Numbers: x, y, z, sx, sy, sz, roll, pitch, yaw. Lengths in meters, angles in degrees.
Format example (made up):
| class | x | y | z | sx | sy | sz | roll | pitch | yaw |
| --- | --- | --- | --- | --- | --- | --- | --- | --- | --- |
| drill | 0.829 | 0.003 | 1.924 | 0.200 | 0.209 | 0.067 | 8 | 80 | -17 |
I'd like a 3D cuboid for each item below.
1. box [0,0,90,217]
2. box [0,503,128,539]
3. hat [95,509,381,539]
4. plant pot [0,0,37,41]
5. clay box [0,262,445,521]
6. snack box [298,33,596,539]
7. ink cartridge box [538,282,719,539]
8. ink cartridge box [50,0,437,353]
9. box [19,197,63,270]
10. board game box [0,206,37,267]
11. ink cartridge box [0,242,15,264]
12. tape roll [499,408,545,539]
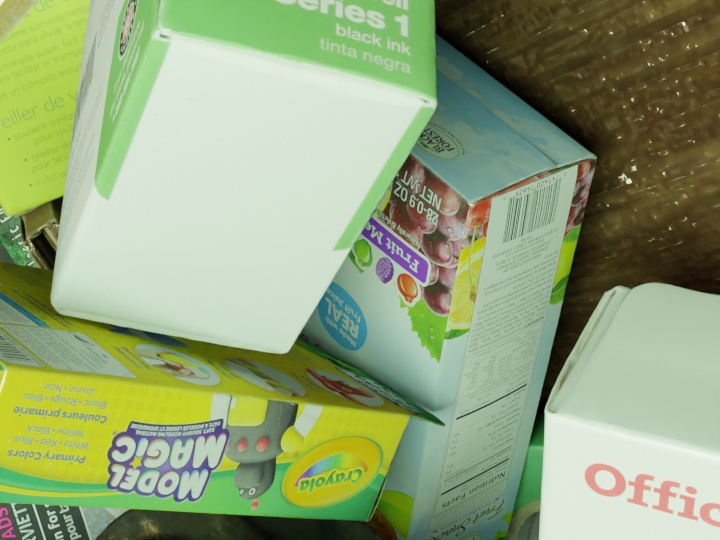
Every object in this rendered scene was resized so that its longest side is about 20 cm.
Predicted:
| class | x | y | z | sx | sy | sz | roll | pitch | yaw |
| --- | --- | --- | --- | --- | --- | --- | --- | --- | --- |
| box | -0.138 | -0.136 | 0.772 | 0.048 | 0.122 | 0.200 | -112 | 1 | -66 |
| box | -0.127 | 0.143 | 0.743 | 0.132 | 0.115 | 0.200 | -166 | 57 | -70 |
| hat | -0.040 | 0.125 | 0.646 | 0.201 | 0.200 | 0.081 | 96 | 174 | -51 |
| plant pot | -0.171 | -0.148 | 0.644 | 0.200 | 0.200 | 0.027 | 29 | 177 | 39 |
| clay box | -0.074 | 0.040 | 0.608 | 0.115 | 0.200 | 0.048 | 29 | 101 | 43 |
| snack box | 0.000 | 0.000 | 0.717 | 0.169 | 0.068 | 0.200 | 42 | 141 | 36 |
| ink cartridge box | 0.135 | 0.119 | 0.595 | 0.145 | 0.083 | 0.200 | 12 | 124 | 21 |
| ink cartridge box | -0.037 | -0.098 | 0.571 | 0.084 | 0.200 | 0.146 | 12 | 145 | -15 |
| box | -0.122 | 0.011 | 0.903 | 0.164 | 0.021 | 0.200 | 58 | 180 | -24 |
| board game box | -0.163 | -0.007 | 0.984 | 0.200 | 0.023 | 0.105 | 57 | -168 | -3 |
| ink cartridge box | -0.156 | 0.078 | 0.937 | 0.200 | 0.043 | 0.198 | 57 | -169 | -5 |
| tape roll | 0.131 | 0.144 | 0.746 | 0.200 | 0.048 | 0.201 | 38 | 148 | 30 |
